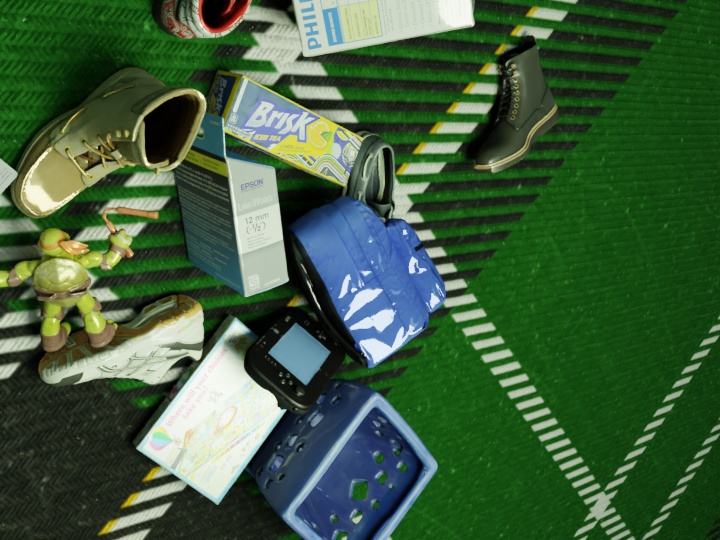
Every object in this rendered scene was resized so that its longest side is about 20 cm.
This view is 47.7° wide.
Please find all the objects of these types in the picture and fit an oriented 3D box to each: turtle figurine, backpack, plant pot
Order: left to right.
[{"bbox_3d":[-0.300,0.012,0.854,0.198,0.065,0.163,-15,133,-18],"label":"turtle figurine"},{"bbox_3d":[-0.044,0.261,1.126,0.200,0.179,0.200,-49,131,-14],"label":"plant pot"},{"bbox_3d":[0.000,0.000,1.055,0.167,0.162,0.201,-35,93,-13],"label":"backpack"}]

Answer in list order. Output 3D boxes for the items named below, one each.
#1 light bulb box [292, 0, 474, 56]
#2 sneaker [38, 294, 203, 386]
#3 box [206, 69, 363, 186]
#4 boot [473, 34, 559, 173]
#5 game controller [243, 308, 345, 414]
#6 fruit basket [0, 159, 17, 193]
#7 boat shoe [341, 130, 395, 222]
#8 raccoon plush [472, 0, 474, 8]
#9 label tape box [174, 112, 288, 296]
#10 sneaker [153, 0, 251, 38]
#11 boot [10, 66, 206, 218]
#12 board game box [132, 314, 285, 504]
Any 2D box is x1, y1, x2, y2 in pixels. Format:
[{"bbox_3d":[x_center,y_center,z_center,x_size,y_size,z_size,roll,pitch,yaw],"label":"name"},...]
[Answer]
[{"bbox_3d":[0.014,-0.368,0.917,0.197,0.125,0.200,-9,118,4],"label":"light bulb box"},{"bbox_3d":[-0.268,0.104,0.949,0.198,0.075,0.089,-21,123,-30],"label":"sneaker"},{"bbox_3d":[-0.094,-0.172,1.000,0.199,0.064,0.071,20,93,-42],"label":"box"},{"bbox_3d":[0.220,-0.250,1.238,0.200,0.077,0.139,-46,127,-34],"label":"boot"},{"bbox_3d":[-0.081,0.111,1.045,0.042,0.200,0.105,-41,93,21],"label":"game controller"},{"bbox_3d":[-0.445,-0.080,0.739,0.186,0.093,0.200,-53,146,-11],"label":"fruit basket"},{"bbox_3d":[0.014,-0.087,1.123,0.072,0.062,0.203,-13,114,-36],"label":"boat shoe"},{"bbox_3d":[0.086,-0.373,1.089,0.200,0.132,0.098,-12,101,-71],"label":"raccoon plush"},{"bbox_3d":[-0.153,-0.090,0.926,0.066,0.143,0.203,-19,118,-33],"label":"label tape box"},{"bbox_3d":[-0.133,-0.332,0.876,0.067,0.107,0.202,42,78,-41],"label":"sneaker"},{"bbox_3d":[-0.254,-0.119,0.821,0.200,0.155,0.073,-47,130,-15],"label":"boot"},{"bbox_3d":[-0.177,0.179,1.053,0.134,0.034,0.201,41,78,-22],"label":"board game box"}]
